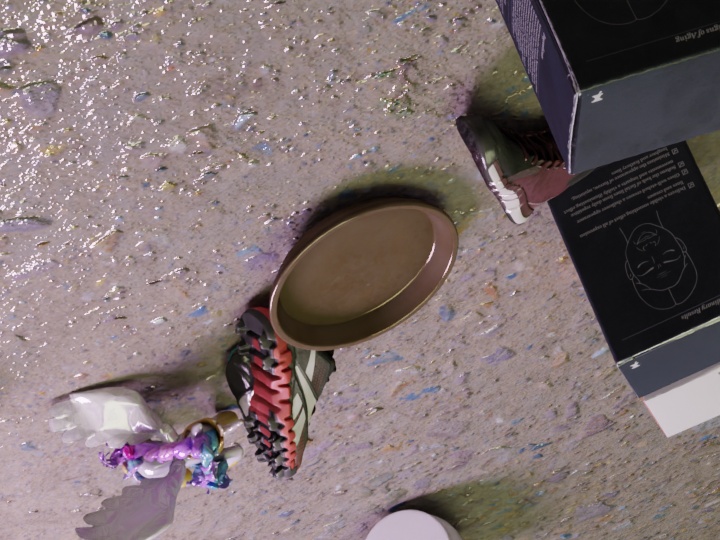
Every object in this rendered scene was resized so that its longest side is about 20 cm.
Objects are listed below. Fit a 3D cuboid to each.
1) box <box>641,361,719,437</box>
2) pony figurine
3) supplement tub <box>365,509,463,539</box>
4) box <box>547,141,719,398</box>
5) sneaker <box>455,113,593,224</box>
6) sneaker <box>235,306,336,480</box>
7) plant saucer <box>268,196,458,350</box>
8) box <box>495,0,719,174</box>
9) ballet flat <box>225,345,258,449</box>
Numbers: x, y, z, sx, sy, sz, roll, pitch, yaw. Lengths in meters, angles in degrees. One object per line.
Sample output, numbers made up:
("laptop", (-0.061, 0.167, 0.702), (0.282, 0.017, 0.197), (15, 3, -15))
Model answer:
("box", (0.311, 0.049, 1.871), (0.097, 0.201, 0.124), (-25, 151, 10))
("pony figurine", (-0.207, 0.189, 1.864), (0.192, 0.167, 0.200), (-18, 173, -3))
("supplement tub", (0.086, 0.404, 2.410), (0.140, 0.141, 0.200), (-24, 152, 7))
("box", (0.289, -0.005, 1.762), (0.148, 0.201, 0.107), (-25, 151, 10))
("sneaker", (0.159, -0.116, 1.634), (0.115, 0.076, 0.200), (-29, 161, 6))
("sneaker", (-0.067, 0.118, 1.829), (0.098, 0.071, 0.201), (-22, 123, -32))
("plant saucer", (0.000, 0.000, 1.735), (0.199, 0.030, 0.201), (-20, 144, -16))
("box", (0.217, -0.207, 1.366), (0.199, 0.197, 0.124), (-16, 152, -5))
("ballet flat", (-0.096, 0.144, 1.916), (0.068, 0.069, 0.200), (-18, 151, -3))
